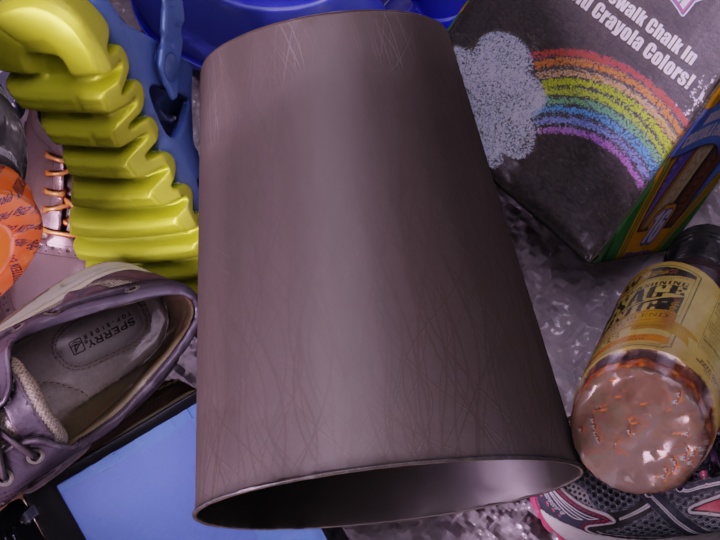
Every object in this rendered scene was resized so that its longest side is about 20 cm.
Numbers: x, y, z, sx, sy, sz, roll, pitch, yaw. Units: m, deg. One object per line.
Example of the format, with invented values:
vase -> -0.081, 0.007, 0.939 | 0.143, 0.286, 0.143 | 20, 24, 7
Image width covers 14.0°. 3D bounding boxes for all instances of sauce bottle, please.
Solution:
sauce bottle -> 0.140, 0.033, 1.312 | 0.066, 0.200, 0.066 | 5, 111, 12

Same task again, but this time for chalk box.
chalk box -> 0.136, -0.120, 1.351 | 0.125, 0.124, 0.200 | 40, 106, 15

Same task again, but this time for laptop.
laptop -> -0.080, 0.166, 1.246 | 0.103, 0.200, 0.178 | -26, 98, 25

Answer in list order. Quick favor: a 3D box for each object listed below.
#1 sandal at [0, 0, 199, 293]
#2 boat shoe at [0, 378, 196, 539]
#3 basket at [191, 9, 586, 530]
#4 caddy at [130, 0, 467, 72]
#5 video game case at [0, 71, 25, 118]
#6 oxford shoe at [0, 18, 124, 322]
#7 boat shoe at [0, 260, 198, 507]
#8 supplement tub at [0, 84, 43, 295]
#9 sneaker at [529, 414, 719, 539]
sandal -> -0.096, -0.063, 1.314 | 0.079, 0.201, 0.087 | 7, 45, 26
boat shoe -> -0.160, 0.104, 1.327 | 0.202, 0.075, 0.075 | -36, 66, -14
basket -> 0.000, 0.000, 1.268 | 0.179, 0.136, 0.201 | 0, 74, -30
caddy -> -0.031, -0.155, 1.412 | 0.200, 0.105, 0.142 | 29, 69, 33
video game case -> -0.239, -0.158, 1.450 | 0.199, 0.019, 0.144 | 12, 67, 12
oxford shoe -> -0.142, -0.032, 1.382 | 0.071, 0.073, 0.201 | 5, 67, 0
boat shoe -> -0.150, 0.059, 1.254 | 0.200, 0.065, 0.072 | -35, 102, -29
supplement tub -> -0.222, -0.075, 1.260 | 0.122, 0.123, 0.200 | -28, 63, -12
sneaker -> 0.173, 0.082, 1.340 | 0.199, 0.075, 0.081 | -5, 68, -2
